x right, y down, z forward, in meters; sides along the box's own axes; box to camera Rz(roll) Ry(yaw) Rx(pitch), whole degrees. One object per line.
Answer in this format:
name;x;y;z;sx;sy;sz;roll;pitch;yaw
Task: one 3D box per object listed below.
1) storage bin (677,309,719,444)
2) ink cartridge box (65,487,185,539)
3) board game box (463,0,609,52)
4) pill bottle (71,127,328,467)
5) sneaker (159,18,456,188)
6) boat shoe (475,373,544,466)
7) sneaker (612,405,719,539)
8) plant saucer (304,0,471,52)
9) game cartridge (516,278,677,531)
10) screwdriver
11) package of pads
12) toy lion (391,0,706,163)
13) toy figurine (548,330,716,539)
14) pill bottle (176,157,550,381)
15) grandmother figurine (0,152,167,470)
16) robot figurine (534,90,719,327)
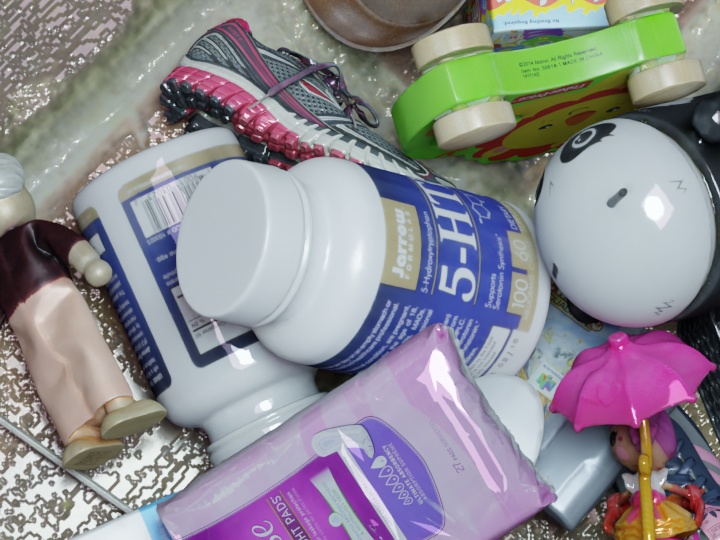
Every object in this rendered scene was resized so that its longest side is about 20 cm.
storage bin;0.295;0.085;1.739;0.134;0.094;0.201;-20;83;-10
ink cartridge box;-0.176;0.198;1.649;0.199;0.116;0.068;-23;83;-11
board game box;0.116;-0.235;1.770;0.104;0.103;0.201;-3;80;-7
pill bottle;-0.086;0.026;1.695;0.111;0.111;0.201;-23;83;-10
sneaker;-0.023;-0.089;1.731;0.199;0.081;0.075;31;62;8
boat shoe;0.048;0.154;1.633;0.072;0.066;0.201;22;84;9
sneaker;0.206;0.143;1.722;0.070;0.082;0.201;-31;82;-12
plant saucer;0.031;-0.233;1.736;0.034;0.200;0.202;7;76;-43
game cartridge;0.093;0.049;1.726;0.200;0.042;0.133;37;81;17
screwdriver;-0.219;0.093;1.706;0.200;0.028;0.029;39;49;5
package of pads;-0.003;0.129;1.563;0.199;0.076;0.121;-33;87;5
toy lion;0.109;-0.103;1.697;0.199;0.192;0.069;-13;80;-19
toy figurine;0.169;0.129;1.629;0.149;0.200;0.185;-5;76;14
pill bottle;0.000;0.000;1.619;0.199;0.119;0.121;12;76;-37
grandmother figurine;-0.193;0.020;1.699;0.121;0.060;0.201;-33;71;21
robot figurine;0.189;-0.039;1.629;0.199;0.124;0.151;-15;109;-42
